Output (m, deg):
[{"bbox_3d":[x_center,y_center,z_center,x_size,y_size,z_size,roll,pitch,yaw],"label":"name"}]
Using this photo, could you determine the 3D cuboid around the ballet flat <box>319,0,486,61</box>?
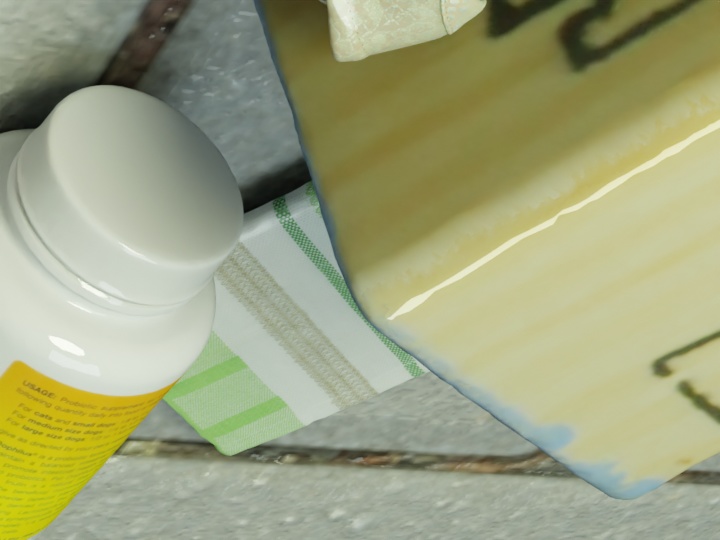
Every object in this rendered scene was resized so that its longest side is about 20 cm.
[{"bbox_3d":[-0.031,-0.143,0.721,0.062,0.068,0.201,-25,110,15],"label":"ballet flat"}]

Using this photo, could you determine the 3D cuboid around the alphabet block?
[{"bbox_3d":[0.099,-0.075,0.841,0.199,0.197,0.195,-30,147,17],"label":"alphabet block"}]

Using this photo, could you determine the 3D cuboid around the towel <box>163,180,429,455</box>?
[{"bbox_3d":[0.000,0.000,1.065,0.199,0.031,0.149,-23,145,11],"label":"towel"}]

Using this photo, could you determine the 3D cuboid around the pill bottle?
[{"bbox_3d":[-0.125,0.025,0.955,0.109,0.110,0.200,9,139,-36],"label":"pill bottle"}]
